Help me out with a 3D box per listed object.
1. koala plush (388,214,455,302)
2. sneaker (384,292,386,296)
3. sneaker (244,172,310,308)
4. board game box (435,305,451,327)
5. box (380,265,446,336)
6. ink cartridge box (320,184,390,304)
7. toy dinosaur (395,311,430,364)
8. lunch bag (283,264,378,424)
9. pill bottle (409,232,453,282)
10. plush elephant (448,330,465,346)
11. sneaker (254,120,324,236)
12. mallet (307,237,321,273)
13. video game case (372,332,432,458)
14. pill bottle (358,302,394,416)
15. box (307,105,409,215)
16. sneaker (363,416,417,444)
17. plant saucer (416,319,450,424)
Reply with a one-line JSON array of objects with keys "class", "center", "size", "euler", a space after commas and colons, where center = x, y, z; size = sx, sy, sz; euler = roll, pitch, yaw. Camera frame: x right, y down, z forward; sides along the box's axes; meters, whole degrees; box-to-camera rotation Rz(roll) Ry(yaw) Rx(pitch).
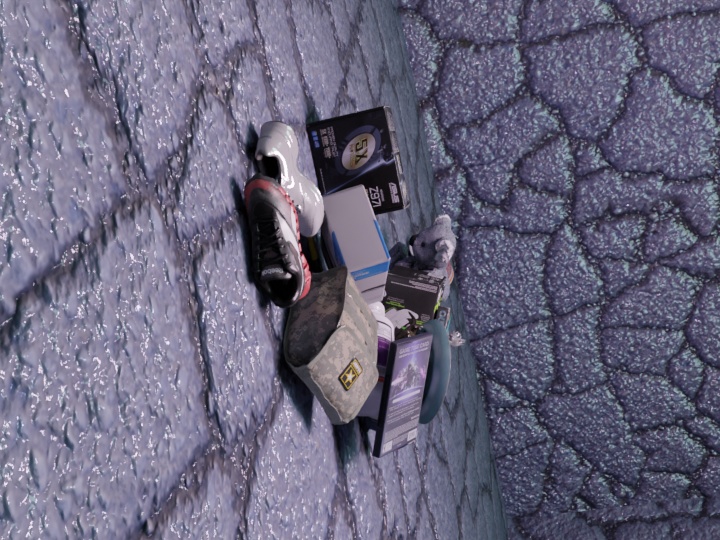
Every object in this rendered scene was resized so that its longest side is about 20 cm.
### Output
[{"class": "koala plush", "center": [0.174, -0.033, 2.065], "size": [0.178, 0.182, 0.202], "euler": [-81, -163, -60]}, {"class": "sneaker", "center": [0.000, 0.000, 1.680], "size": [0.200, 0.074, 0.117], "euler": [11, 72, -73]}, {"class": "sneaker", "center": [-0.122, -0.035, 1.182], "size": [0.098, 0.070, 0.203], "euler": [-76, 154, -66]}, {"class": "board game box", "center": [0.162, 0.186, 1.789], "size": [0.135, 0.028, 0.203], "euler": [58, 45, -77]}, {"class": "box", "center": [0.107, 0.107, 1.823], "size": [0.148, 0.122, 0.203], "euler": [-30, 133, -76]}, {"class": "ink cartridge box", "center": [-0.013, -0.033, 1.448], "size": [0.201, 0.083, 0.146], "euler": [95, -24, -68]}, {"class": "toy dinosaur", "center": [0.078, 0.160, 1.575], "size": [0.076, 0.102, 0.202], "euler": [21, 42, -32]}, {"class": "lunch bag", "center": [-0.043, 0.122, 1.311], "size": [0.165, 0.116, 0.202], "euler": [60, 26, -43]}, {"class": "pill bottle", "center": [0.220, -0.029, 2.582], "size": [0.201, 0.112, 0.116], "euler": [61, 23, -56]}, {"class": "plush elephant", "center": [0.148, 0.181, 2.040], "size": [0.155, 0.197, 0.167], "euler": [-125, -166, -76]}, {"class": "sneaker", "center": [-0.120, -0.132, 1.309], "size": [0.202, 0.073, 0.088], "euler": [64, 31, -31]}, {"class": "mallet", "center": [-0.081, -0.034, 1.458], "size": [0.066, 0.040, 0.202], "euler": [-85, 165, -56]}, {"class": "video game case", "center": [0.076, 0.217, 1.461], "size": [0.142, 0.019, 0.204], "euler": [-6, 106, -60]}, {"class": "pill bottle", "center": [0.010, 0.157, 1.522], "size": [0.113, 0.111, 0.203], "euler": [63, 21, -51]}, {"class": "box", "center": [-0.002, -0.208, 1.638], "size": [0.086, 0.161, 0.204], "euler": [-41, 121, -75]}, {"class": "sneaker", "center": [0.025, 0.266, 1.624], "size": [0.202, 0.084, 0.075], "euler": [58, 24, 10]}, {"class": "plant saucer", "center": [0.119, 0.193, 1.597], "size": [0.200, 0.027, 0.204], "euler": [-170, -90, -72]}]
